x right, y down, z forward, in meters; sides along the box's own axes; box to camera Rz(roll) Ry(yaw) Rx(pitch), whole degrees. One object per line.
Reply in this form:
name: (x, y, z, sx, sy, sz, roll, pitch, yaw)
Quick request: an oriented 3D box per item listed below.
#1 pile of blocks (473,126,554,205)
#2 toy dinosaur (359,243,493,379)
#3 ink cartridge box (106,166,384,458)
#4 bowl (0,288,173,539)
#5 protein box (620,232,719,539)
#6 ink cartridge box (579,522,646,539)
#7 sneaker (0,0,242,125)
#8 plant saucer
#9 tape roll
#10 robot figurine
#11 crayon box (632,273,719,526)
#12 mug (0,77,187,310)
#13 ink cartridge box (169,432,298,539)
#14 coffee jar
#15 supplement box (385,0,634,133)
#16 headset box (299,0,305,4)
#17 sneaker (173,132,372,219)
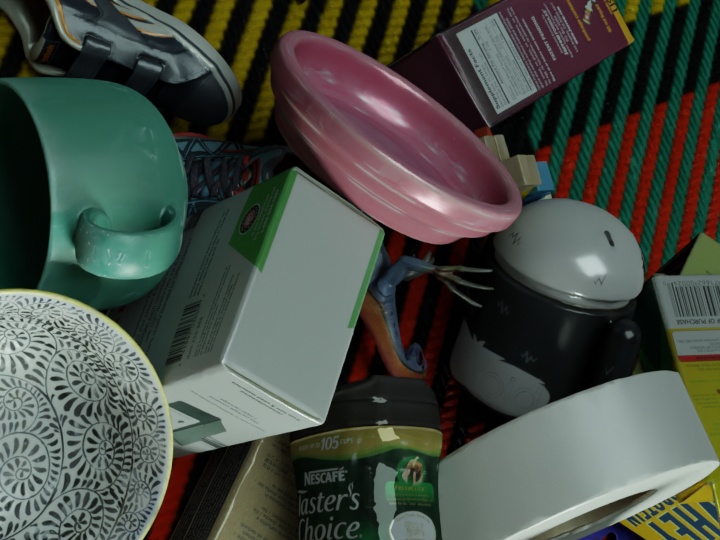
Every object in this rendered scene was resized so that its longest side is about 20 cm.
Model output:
pile of blocks: (0.106, -0.077, 1.196, 0.082, 0.200, 0.062, -14, 84, -11)
toy dinosaur: (0.000, 0.000, 1.188, 0.200, 0.105, 0.182, 1, 85, 1)
ink cartridge box: (-0.091, 0.035, 1.013, 0.084, 0.200, 0.146, 32, 61, -27)
bowl: (-0.225, 0.105, 0.948, 0.200, 0.094, 0.201, -3, 99, -24)
protein box: (0.295, 0.120, 1.266, 0.198, 0.135, 0.200, 33, 58, -1)
ink cartridge box: (0.240, 0.293, 1.268, 0.198, 0.043, 0.200, -32, 94, -37)
sneaker: (-0.181, -0.156, 1.082, 0.200, 0.078, 0.079, 38, 53, -8)
plant saucer: (0.017, -0.084, 1.041, 0.200, 0.051, 0.201, 33, 20, -13)
tape roll: (0.144, 0.143, 1.070, 0.202, 0.202, 0.071, -10, 69, -36)
robot figurine: (0.144, 0.042, 1.190, 0.150, 0.200, 0.125, 22, 23, 11)
crayon box: (0.288, 0.101, 1.163, 0.127, 0.051, 0.200, 0, 64, -19)
mug: (-0.176, -0.037, 0.994, 0.114, 0.152, 0.185, -4, 55, -37)
ink cartridge box: (-0.036, 0.224, 1.074, 0.200, 0.075, 0.165, 38, 60, -21)
coffee jar: (0.005, 0.171, 1.007, 0.085, 0.104, 0.200, 9, 71, -36)
supplement box: (0.116, -0.174, 1.272, 0.200, 0.110, 0.086, -33, 96, -36)
headset box: (-0.030, -0.325, 1.235, 0.149, 0.077, 0.200, 50, 56, -12)
sneaker: (-0.083, -0.067, 1.085, 0.200, 0.096, 0.079, 1, 80, -8)
